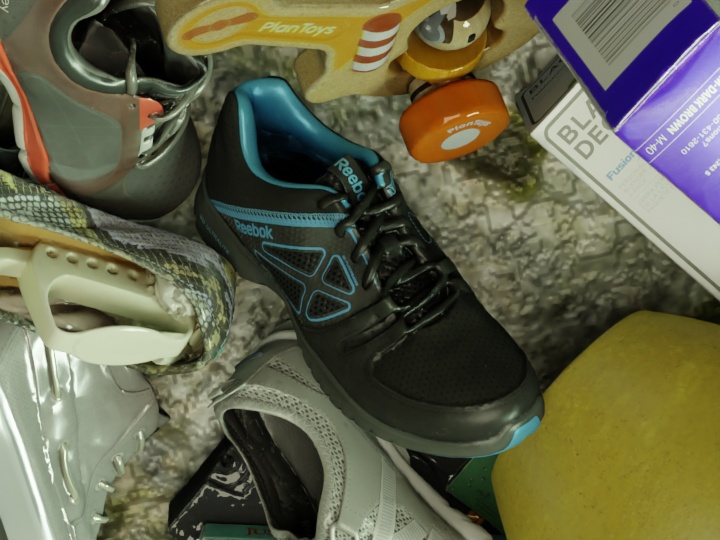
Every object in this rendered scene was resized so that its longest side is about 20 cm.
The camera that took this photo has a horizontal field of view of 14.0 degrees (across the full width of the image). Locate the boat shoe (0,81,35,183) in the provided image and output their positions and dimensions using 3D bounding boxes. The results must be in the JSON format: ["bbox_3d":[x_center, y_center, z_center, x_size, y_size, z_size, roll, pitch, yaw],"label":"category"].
[{"bbox_3d":[-0.166,-0.062,1.250,0.060,0.076,0.201,22,128,32],"label":"boat shoe"}]

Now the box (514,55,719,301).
[{"bbox_3d":[0.179,-0.045,1.294,0.200,0.060,0.117,41,102,-14],"label":"box"}]

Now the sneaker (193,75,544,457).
[{"bbox_3d":[0.000,0.000,1.236,0.073,0.200,0.082,-33,151,-31],"label":"sneaker"}]

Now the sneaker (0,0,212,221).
[{"bbox_3d":[-0.098,-0.072,1.214,0.082,0.200,0.077,16,71,26],"label":"sneaker"}]

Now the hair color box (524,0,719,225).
[{"bbox_3d":[0.164,-0.048,1.174,0.200,0.109,0.065,36,105,-32],"label":"hair color box"}]

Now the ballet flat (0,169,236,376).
[{"bbox_3d":[-0.142,-0.001,1.221,0.199,0.072,0.072,17,107,-20],"label":"ballet flat"}]

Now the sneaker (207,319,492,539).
[{"bbox_3d":[-0.002,0.120,1.264,0.075,0.082,0.200,-40,82,39],"label":"sneaker"}]

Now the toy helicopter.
[{"bbox_3d":[0.006,-0.108,1.188,0.132,0.199,0.079,-38,65,42],"label":"toy helicopter"}]

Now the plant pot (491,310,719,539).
[{"bbox_3d":[0.140,0.101,1.262,0.142,0.200,0.200,43,103,16],"label":"plant pot"}]

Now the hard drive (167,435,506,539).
[{"bbox_3d":[0.029,0.121,1.355,0.200,0.038,0.140,37,103,-12],"label":"hard drive"}]

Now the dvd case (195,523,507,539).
[{"bbox_3d":[-0.007,0.214,1.354,0.145,0.022,0.201,2,108,-3],"label":"dvd case"}]

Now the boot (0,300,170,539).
[{"bbox_3d":[-0.125,0.093,1.322,0.095,0.074,0.201,-25,127,-17],"label":"boot"}]
